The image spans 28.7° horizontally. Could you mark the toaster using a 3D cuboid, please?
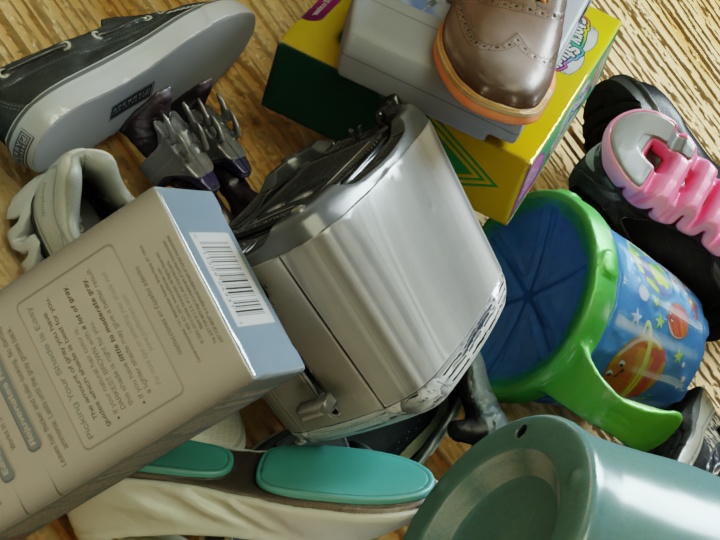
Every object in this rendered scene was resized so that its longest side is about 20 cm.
[{"bbox_3d":[0.000,0.000,0.761,0.129,0.114,0.200,60,34,-15],"label":"toaster"}]

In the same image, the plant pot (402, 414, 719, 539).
[{"bbox_3d":[0.122,0.171,0.659,0.188,0.200,0.200,38,52,-22],"label":"plant pot"}]

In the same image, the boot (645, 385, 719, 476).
[{"bbox_3d":[0.223,0.169,0.874,0.154,0.073,0.204,54,26,0],"label":"boot"}]

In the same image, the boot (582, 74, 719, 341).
[{"bbox_3d":[0.263,-0.066,1.037,0.158,0.079,0.211,-29,97,-32],"label":"boot"}]

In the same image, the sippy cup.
[{"bbox_3d":[0.145,0.033,0.898,0.130,0.140,0.178,22,65,-33],"label":"sippy cup"}]

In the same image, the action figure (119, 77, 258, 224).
[{"bbox_3d":[-0.063,-0.015,0.831,0.200,0.069,0.130,56,39,0],"label":"action figure"}]

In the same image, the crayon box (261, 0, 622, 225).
[{"bbox_3d":[0.059,-0.136,0.921,0.172,0.058,0.200,28,43,8],"label":"crayon box"}]

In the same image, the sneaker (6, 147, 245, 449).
[{"bbox_3d":[-0.122,0.024,0.768,0.075,0.081,0.200,-28,84,-39],"label":"sneaker"}]

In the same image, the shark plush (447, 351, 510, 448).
[{"bbox_3d":[0.092,0.139,0.836,0.200,0.091,0.083,56,36,-2],"label":"shark plush"}]

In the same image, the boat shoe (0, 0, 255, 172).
[{"bbox_3d":[-0.142,-0.125,0.841,0.057,0.069,0.200,41,46,13],"label":"boat shoe"}]

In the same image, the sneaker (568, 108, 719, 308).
[{"bbox_3d":[0.220,-0.020,0.941,0.200,0.095,0.079,43,58,-8],"label":"sneaker"}]

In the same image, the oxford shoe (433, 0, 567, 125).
[{"bbox_3d":[0.087,-0.159,0.805,0.071,0.073,0.200,14,43,-6],"label":"oxford shoe"}]

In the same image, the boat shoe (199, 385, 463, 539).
[{"bbox_3d":[-0.011,0.109,0.800,0.200,0.062,0.073,-37,91,-37],"label":"boat shoe"}]

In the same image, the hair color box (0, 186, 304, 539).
[{"bbox_3d":[-0.138,0.054,0.669,0.099,0.200,0.061,62,18,10],"label":"hair color box"}]

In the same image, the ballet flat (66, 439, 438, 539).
[{"bbox_3d":[-0.058,0.123,0.729,0.200,0.069,0.069,5,59,4],"label":"ballet flat"}]

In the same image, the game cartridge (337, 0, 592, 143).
[{"bbox_3d":[0.067,-0.162,0.881,0.133,0.042,0.200,28,43,2],"label":"game cartridge"}]
